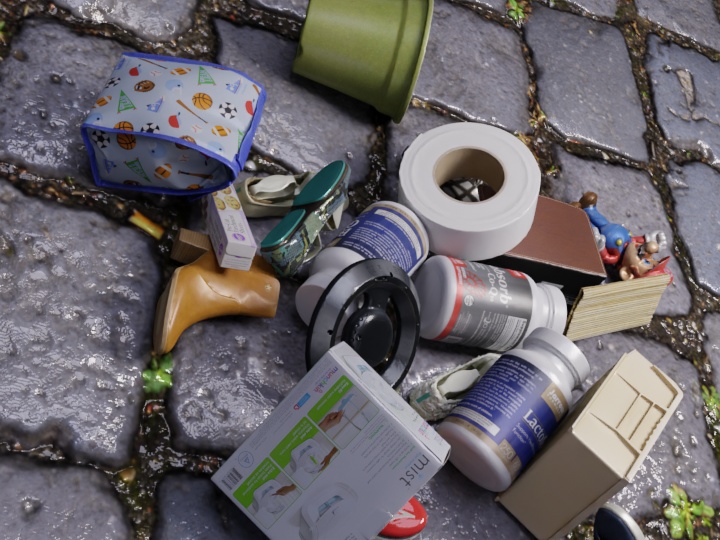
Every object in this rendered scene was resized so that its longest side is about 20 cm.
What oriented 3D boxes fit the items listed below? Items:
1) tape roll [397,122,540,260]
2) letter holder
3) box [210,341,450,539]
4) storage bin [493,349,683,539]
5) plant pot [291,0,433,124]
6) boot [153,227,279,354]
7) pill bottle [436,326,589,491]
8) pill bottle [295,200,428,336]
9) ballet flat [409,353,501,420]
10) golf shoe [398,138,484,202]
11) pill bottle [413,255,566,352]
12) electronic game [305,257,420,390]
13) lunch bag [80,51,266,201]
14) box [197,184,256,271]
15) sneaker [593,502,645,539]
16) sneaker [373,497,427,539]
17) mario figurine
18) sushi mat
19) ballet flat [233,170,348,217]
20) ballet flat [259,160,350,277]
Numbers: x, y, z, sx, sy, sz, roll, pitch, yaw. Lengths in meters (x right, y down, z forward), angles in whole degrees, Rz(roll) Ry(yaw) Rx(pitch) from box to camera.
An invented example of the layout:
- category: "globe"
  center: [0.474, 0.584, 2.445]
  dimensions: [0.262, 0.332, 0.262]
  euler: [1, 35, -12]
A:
- category: "tape roll"
  center: [0.151, -0.114, 1.545]
  dimensions: [0.201, 0.071, 0.204]
  euler: [0, 55, 1]
- category: "letter holder"
  center: [0.247, -0.036, 1.640]
  dimensions: [0.199, 0.101, 0.143]
  euler: [11, 50, -24]
- category: "box"
  center: [-0.030, 0.213, 1.208]
  dimensions: [0.176, 0.200, 0.097]
  euler: [43, 9, 5]
- category: "storage bin"
  center: [0.293, 0.226, 1.401]
  dimensions: [0.094, 0.200, 0.198]
  euler: [41, 46, 9]
- category: "plant pot"
  center: [-0.004, -0.344, 1.675]
  dimensions: [0.183, 0.201, 0.201]
  euler: [13, 50, -7]
- category: "boot"
  center: [-0.173, 0.037, 1.352]
  dimensions: [0.143, 0.071, 0.202]
  euler: [21, 45, -16]
- category: "pill bottle"
  center: [0.199, 0.174, 1.400]
  dimensions: [0.116, 0.116, 0.200]
  euler: [43, 69, 4]
- category: "pill bottle"
  center: [0.000, 0.000, 1.455]
  dimensions: [0.111, 0.111, 0.200]
  euler: [42, 46, 3]
- category: "ballet flat"
  center: [0.153, 0.151, 1.466]
  dimensions: [0.199, 0.072, 0.072]
  euler: [-18, 67, -39]
- category: "golf shoe"
  center: [0.160, -0.146, 1.673]
  dimensions: [0.199, 0.095, 0.078]
  euler: [22, 46, -18]
- category: "pill bottle"
  center: [0.178, 0.051, 1.521]
  dimensions: [0.199, 0.116, 0.117]
  euler: [11, 52, -25]
- category: "electronic game"
  center: [0.007, 0.084, 1.370]
  dimensions: [0.041, 0.201, 0.199]
  euler: [14, 27, 43]
- category: "lunch bag"
  center: [-0.233, -0.184, 1.416]
  dimensions: [0.198, 0.124, 0.171]
  euler: [5, 49, 8]
- category: "box"
  center: [-0.176, -0.071, 1.402]
  dimensions: [0.041, 0.039, 0.200]
  euler: [9, 30, -24]
- category: "sneaker"
  center: [0.297, 0.381, 1.319]
  dimensions: [0.084, 0.075, 0.201]
  euler: [-19, 110, -29]
- category: "sneaker"
  center: [0.000, 0.246, 1.289]
  dimensions: [0.199, 0.085, 0.077]
  euler: [36, 47, -2]
- category: "mario figurine"
  center: [0.424, -0.051, 1.749]
  dimensions: [0.123, 0.106, 0.200]
  euler: [-44, 75, -9]
- category: "sushi mat"
  center: [0.389, 0.057, 1.663]
  dimensions: [0.199, 0.096, 0.012]
  euler: [-8, 38, -35]
- category: "ballet flat"
  center: [-0.090, -0.108, 1.513]
  dimensions: [0.199, 0.070, 0.070]
  euler: [-8, 61, -35]
- category: "ballet flat"
  center: [-0.065, -0.064, 1.444]
  dimensions: [0.074, 0.074, 0.200]
  euler: [38, 54, 0]
